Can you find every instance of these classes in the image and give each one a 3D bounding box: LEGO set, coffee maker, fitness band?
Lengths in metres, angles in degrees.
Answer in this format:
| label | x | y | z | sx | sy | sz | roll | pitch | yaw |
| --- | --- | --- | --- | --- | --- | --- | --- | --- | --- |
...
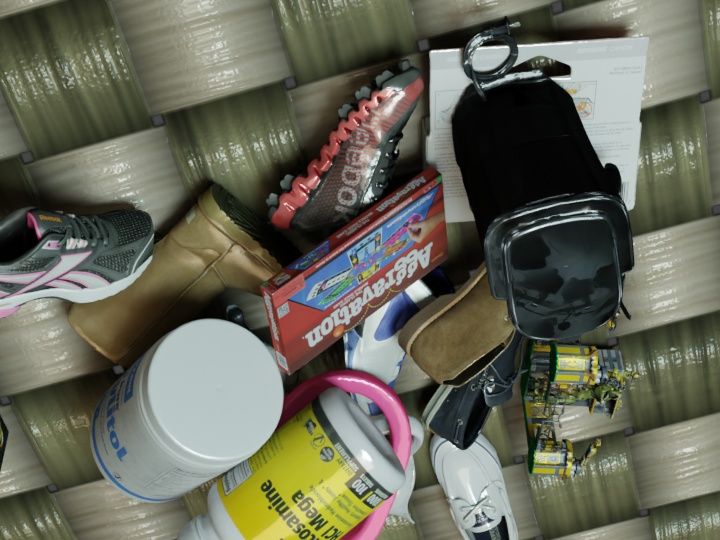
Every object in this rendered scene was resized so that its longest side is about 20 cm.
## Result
| label | x | y | z | sx | sy | sz | roll | pitch | yaw |
| --- | --- | --- | --- | --- | --- | --- | --- | --- | --- |
| LEGO set | 0.231 | 0.109 | 1.240 | 0.115 | 0.154 | 0.202 | 3 | 123 | -2 |
| coffee maker | 0.137 | -0.070 | 1.037 | 0.134 | 0.201 | 0.192 | -32 | 121 | 15 |
| fitness band | -0.031 | 0.191 | 1.213 | 0.142 | 0.037 | 0.202 | 20 | 101 | -7 |

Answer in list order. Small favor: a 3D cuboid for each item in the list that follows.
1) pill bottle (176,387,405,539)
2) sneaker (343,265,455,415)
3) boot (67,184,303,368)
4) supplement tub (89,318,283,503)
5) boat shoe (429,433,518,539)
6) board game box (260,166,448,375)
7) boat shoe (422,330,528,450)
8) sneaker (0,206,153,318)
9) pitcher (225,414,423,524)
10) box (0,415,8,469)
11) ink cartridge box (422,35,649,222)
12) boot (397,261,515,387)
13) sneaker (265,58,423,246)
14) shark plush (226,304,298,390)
| label | x | y | z | sx | sy | sz | roll | pitch | yaw |
| --- | --- | --- | --- | --- | --- | --- | --- | --- | --- |
| pill bottle | -0.065 | 0.209 | 1.140 | 0.200 | 0.113 | 0.113 | -40 | 118 | 4 |
| sneaker | 0.038 | 0.051 | 1.227 | 0.114 | 0.081 | 0.201 | -5 | 121 | 1 |
| boot | -0.154 | 0.031 | 1.212 | 0.200 | 0.066 | 0.175 | -40 | 109 | 20 |
| supplement tub | -0.165 | 0.134 | 1.157 | 0.131 | 0.133 | 0.200 | 22 | 151 | -18 |
| boat shoe | 0.133 | 0.256 | 1.371 | 0.073 | 0.066 | 0.201 | -24 | 121 | 10 |
| board game box | 0.000 | 0.000 | 1.109 | 0.199 | 0.019 | 0.104 | -36 | 141 | -25 |
| boat shoe | 0.132 | 0.103 | 1.264 | 0.074 | 0.062 | 0.201 | -14 | 141 | -49 |
| sneaker | -0.268 | -0.019 | 1.098 | 0.199 | 0.080 | 0.087 | -22 | 150 | -33 |
| pitcher | -0.037 | 0.205 | 1.287 | 0.198 | 0.122 | 0.172 | -3 | 138 | -10 |
| box | -0.394 | 0.160 | 1.186 | 0.049 | 0.201 | 0.161 | -11 | 123 | 1 |
| ink cartridge box | 0.156 | -0.133 | 1.144 | 0.198 | 0.045 | 0.178 | -4 | 123 | -3 |
| boot | 0.134 | 0.031 | 1.171 | 0.200 | 0.076 | 0.074 | -41 | 147 | -3 |
| sneaker | 0.004 | -0.095 | 1.126 | 0.098 | 0.071 | 0.201 | 41 | 114 | 2 |
| shark plush | -0.120 | 0.103 | 1.215 | 0.083 | 0.092 | 0.200 | 18 | 161 | 10 |
